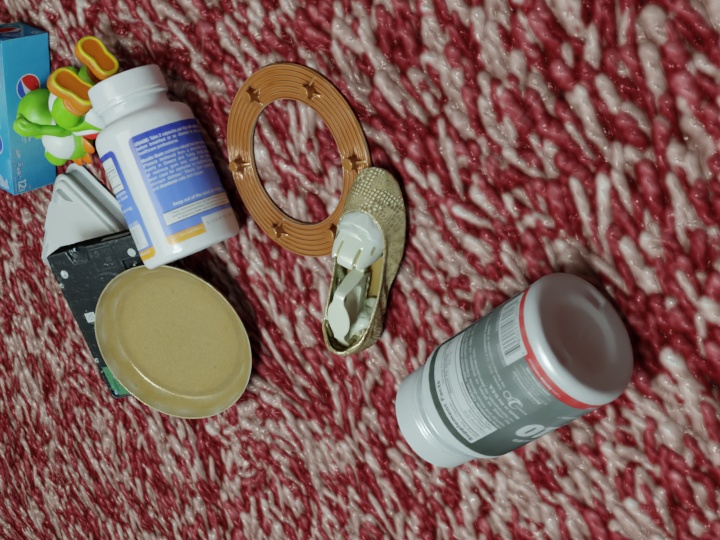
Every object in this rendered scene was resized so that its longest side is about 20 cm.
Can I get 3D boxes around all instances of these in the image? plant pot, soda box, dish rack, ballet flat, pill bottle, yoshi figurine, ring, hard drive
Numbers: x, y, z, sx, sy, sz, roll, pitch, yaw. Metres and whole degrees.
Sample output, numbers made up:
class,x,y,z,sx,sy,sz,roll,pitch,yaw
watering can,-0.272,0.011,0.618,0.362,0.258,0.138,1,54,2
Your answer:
class,x,y,z,sx,sy,sz,roll,pitch,yaw
plant pot,-0.214,0.079,1.234,0.199,0.028,0.201,8,118,16
soda box,-0.432,-0.203,1.336,0.064,0.068,0.201,26,124,33
dish rack,-0.338,-0.019,1.349,0.200,0.043,0.172,42,132,22
ballet flat,0.000,0.000,1.026,0.070,0.065,0.201,19,121,24
pill bottle,0.126,0.094,0.919,0.200,0.114,0.114,-39,81,45
yoshi figurine,-0.354,-0.195,1.245,0.200,0.112,0.113,-41,59,56
ring,-0.069,-0.108,1.078,0.200,0.019,0.202,20,121,36
pill bottle,-0.216,-0.113,1.146,0.112,0.112,0.201,-18,95,45
hard drive,-0.275,0.052,1.278,0.139,0.038,0.201,-12,109,24
